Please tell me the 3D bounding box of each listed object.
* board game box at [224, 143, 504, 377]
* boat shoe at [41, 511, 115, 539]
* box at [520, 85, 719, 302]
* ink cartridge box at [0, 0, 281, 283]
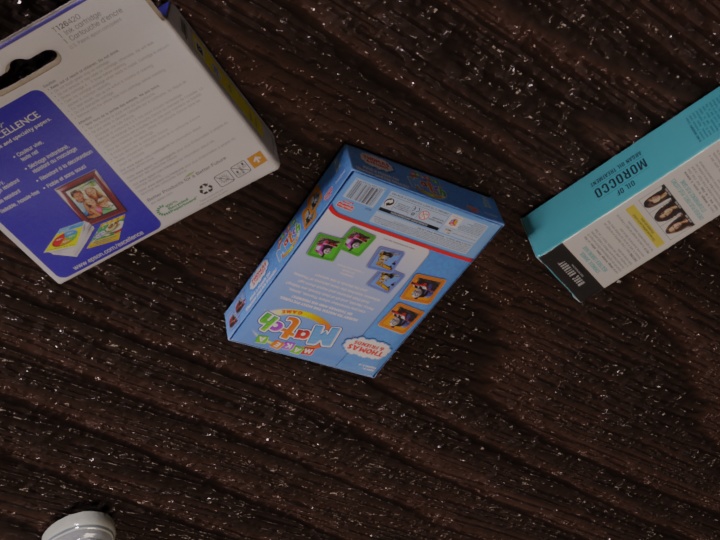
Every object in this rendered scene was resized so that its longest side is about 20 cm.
[{"bbox_3d":[0.000,0.000,1.001,0.150,0.037,0.200,17,127,-31],"label":"board game box"},{"bbox_3d":[-0.298,0.317,1.209,0.070,0.072,0.201,17,127,-31],"label":"boat shoe"},{"bbox_3d":[0.238,-0.061,1.003,0.199,0.049,0.082,-34,134,18],"label":"box"},{"bbox_3d":[-0.187,-0.099,0.840,0.196,0.047,0.200,-25,135,11],"label":"ink cartridge box"}]
